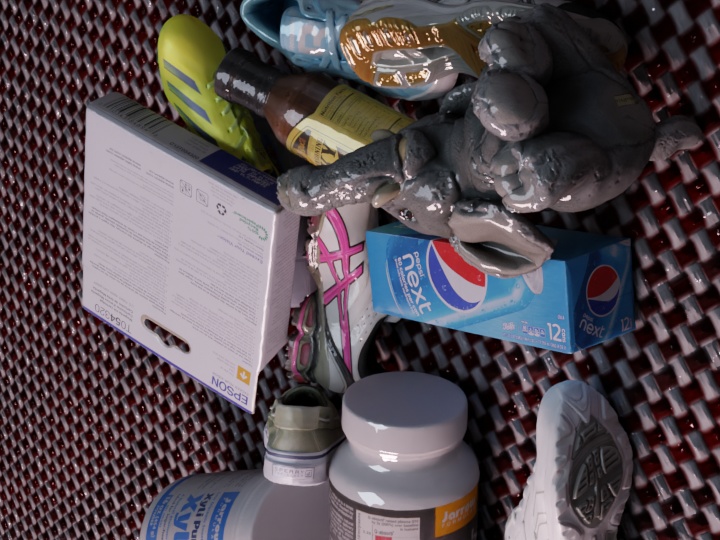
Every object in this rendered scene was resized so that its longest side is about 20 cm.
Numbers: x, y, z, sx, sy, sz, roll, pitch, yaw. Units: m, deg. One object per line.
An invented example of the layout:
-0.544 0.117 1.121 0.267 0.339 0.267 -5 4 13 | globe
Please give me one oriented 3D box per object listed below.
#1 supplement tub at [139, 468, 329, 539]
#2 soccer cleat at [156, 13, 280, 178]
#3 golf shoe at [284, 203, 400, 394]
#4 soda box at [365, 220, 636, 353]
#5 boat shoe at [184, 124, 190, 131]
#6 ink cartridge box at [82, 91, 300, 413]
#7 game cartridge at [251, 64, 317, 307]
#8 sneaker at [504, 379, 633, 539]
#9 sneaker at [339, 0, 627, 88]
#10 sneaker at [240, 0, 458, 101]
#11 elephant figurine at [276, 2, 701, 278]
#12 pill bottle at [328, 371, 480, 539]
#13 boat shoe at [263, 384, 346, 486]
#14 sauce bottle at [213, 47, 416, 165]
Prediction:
-0.097 0.242 1.294 0.199 0.131 0.133 -16 91 53 | supplement tub
-0.099 -0.106 1.147 0.083 0.064 0.202 17 131 56 | soccer cleat
0.000 0.000 1.146 0.091 0.073 0.202 13 111 12 | golf shoe
0.093 0.004 1.015 0.199 0.067 0.065 10 111 50 | soda box
-0.152 -0.053 1.243 0.065 0.073 0.201 53 128 51 | boat shoe
-0.139 -0.014 1.163 0.195 0.043 0.201 29 132 24 | ink cartridge box
-0.079 -0.067 1.236 0.133 0.041 0.202 -3 100 56 | game cartridge
0.134 0.170 1.021 0.099 0.077 0.202 14 113 52 | sneaker
0.084 -0.169 0.960 0.198 0.088 0.076 9 142 27 | sneaker
-0.015 -0.166 1.078 0.199 0.081 0.075 26 123 44 | sneaker
0.074 -0.066 0.916 0.155 0.141 0.200 49 139 -2 | elephant figurine
0.033 0.188 1.119 0.116 0.116 0.202 24 121 45 | pill bottle
-0.042 0.124 1.179 0.200 0.071 0.063 -106 24 -85 | boat shoe
-0.017 -0.104 1.073 0.199 0.065 0.065 29 127 20 | sauce bottle
